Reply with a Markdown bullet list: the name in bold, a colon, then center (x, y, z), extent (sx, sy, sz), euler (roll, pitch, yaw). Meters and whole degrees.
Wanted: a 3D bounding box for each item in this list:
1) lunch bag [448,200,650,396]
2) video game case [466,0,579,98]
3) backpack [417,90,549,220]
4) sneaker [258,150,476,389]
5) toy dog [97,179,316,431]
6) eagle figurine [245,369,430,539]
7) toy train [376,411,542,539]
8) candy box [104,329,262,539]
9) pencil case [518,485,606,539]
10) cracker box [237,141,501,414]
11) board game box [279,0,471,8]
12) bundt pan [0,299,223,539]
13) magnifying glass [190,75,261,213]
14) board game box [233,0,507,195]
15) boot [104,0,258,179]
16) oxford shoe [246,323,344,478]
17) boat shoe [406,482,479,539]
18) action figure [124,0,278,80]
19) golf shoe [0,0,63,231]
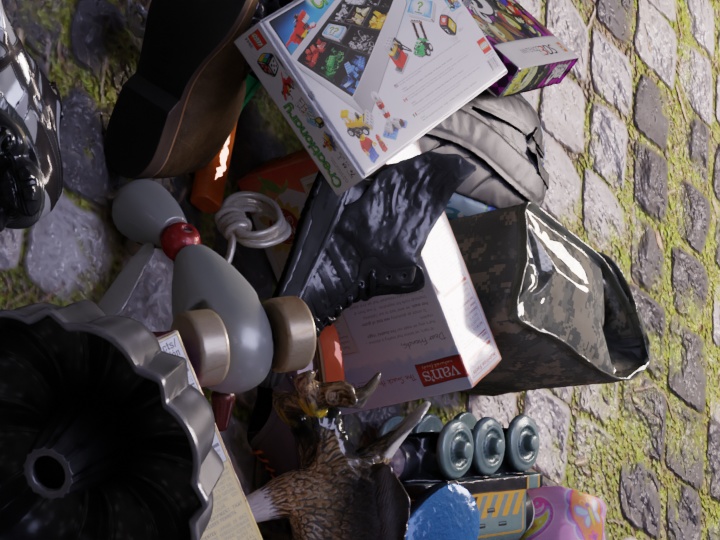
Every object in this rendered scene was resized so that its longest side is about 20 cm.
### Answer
- **lunch bag**: center (0.120, 0.038, 1.654), extent (0.200, 0.163, 0.118), euler (33, 56, -44)
- **video game case**: center (0.075, -0.222, 1.678), extent (0.200, 0.036, 0.181), euler (43, 20, 11)
- **backpack**: center (0.064, -0.105, 1.663), extent (0.199, 0.154, 0.164), euler (13, 60, -27)
- **sneaker**: center (0.000, 0.000, 1.443), extent (0.104, 0.060, 0.201), euler (20, 87, -7)
- **toy dog**: center (-0.109, 0.029, 1.371), extent (0.131, 0.097, 0.200), euler (9, 31, -17)
- **eagle figurine**: center (-0.029, 0.176, 1.398), extent (0.151, 0.150, 0.201), euler (8, 72, -61)
- **toy train**: center (0.077, 0.172, 1.630), extent (0.200, 0.085, 0.115), euler (3, 89, -55)
- **candy box**: center (-0.127, 0.139, 1.317), extent (0.056, 0.116, 0.201), euler (-26, 101, -29)
- **pencil case**: center (0.159, 0.281, 1.701), extent (0.087, 0.087, 0.201), euler (32, 55, -44)
- **cracker box**: center (0.007, 0.000, 1.539), extent (0.058, 0.133, 0.201), euler (-36, 109, -53)
- **board game box**: center (0.001, -0.278, 1.566), extent (0.199, 0.062, 0.200), euler (-29, 76, -32)
- **bundt pan**: center (-0.170, 0.106, 1.218), extent (0.203, 0.201, 0.076), euler (68, 24, -11)
- **magnifying glass**: center (-0.100, -0.135, 1.537), extent (0.080, 0.022, 0.201), euler (37, 49, -41)
- **board game box**: center (0.012, -0.150, 1.436), extent (0.127, 0.035, 0.200), euler (56, 43, -4)
- **boot**: center (-0.105, -0.153, 1.418), extent (0.075, 0.201, 0.074), euler (3, 32, -50)
- **oxford shoe**: center (-0.049, 0.137, 1.494), extent (0.072, 0.071, 0.201), euler (-6, 91, -20)
- **boat shoe**: center (0.014, 0.236, 1.493), extent (0.084, 0.068, 0.200), euler (49, 58, -19)
- **action figure**: center (-0.116, -0.216, 1.469), extent (0.119, 0.101, 0.201), euler (-89, 169, -49)
- **golf shoe**: center (-0.240, -0.124, 1.309), extent (0.094, 0.077, 0.201), euler (-16, 93, -72)
